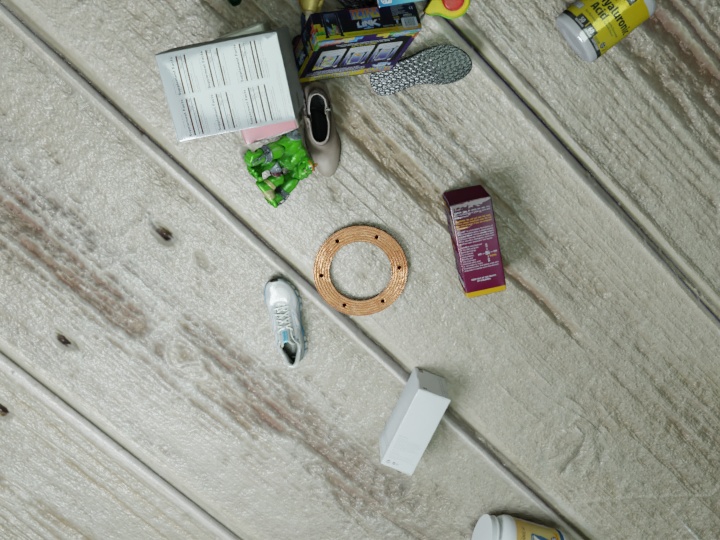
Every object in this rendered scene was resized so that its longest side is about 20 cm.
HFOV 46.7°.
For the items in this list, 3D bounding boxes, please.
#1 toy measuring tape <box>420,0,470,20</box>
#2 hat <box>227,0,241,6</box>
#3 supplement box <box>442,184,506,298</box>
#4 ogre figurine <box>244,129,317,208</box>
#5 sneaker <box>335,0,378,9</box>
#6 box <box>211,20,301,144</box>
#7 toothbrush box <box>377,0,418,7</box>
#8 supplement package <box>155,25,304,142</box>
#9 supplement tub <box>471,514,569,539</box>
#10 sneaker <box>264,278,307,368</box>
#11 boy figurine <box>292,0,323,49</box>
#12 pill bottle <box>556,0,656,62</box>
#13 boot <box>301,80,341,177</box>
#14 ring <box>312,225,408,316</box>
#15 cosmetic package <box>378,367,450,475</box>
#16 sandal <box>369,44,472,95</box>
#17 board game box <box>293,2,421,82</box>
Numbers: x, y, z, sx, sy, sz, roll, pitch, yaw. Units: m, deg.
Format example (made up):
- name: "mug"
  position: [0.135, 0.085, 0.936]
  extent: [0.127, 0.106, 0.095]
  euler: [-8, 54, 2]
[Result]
- name: "toy measuring tape"
  position: [0.151, -0.478, 1.575]
  extent: [0.073, 0.074, 0.200]
  euler: [32, 105, -12]
- name: "hat"
  position: [-0.142, -0.566, 1.471]
  extent: [0.176, 0.166, 0.200]
  euler: [4, 91, 7]
- name: "supplement box"
  position: [0.231, -0.061, 1.696]
  extent: [0.085, 0.110, 0.200]
  euler: [-12, 109, 1]
- name: "ogre figurine"
  position: [-0.153, -0.203, 1.615]
  extent: [0.120, 0.098, 0.200]
  euler: [-39, 140, -7]
- name: "sneaker"
  position: [0.004, -0.499, 1.558]
  extent: [0.200, 0.075, 0.081]
  euler: [31, 105, -13]
- name: "box"
  position: [-0.194, -0.355, 1.571]
  extent: [0.109, 0.128, 0.200]
  euler: [-18, 108, 5]
- name: "toothbrush box"
  position: [0.120, -0.531, 1.455]
  extent: [0.200, 0.147, 0.085]
  euler: [-7, 121, 3]
- name: "supplement package"
  position: [-0.213, -0.319, 1.414]
  extent: [0.200, 0.191, 0.147]
  euler: [-10, 108, 5]
- name: "supplement tub"
  position: [0.368, 0.649, 1.924]
  extent: [0.200, 0.145, 0.145]
  euler: [18, 107, -8]
- name: "sneaker"
  position: [-0.154, 0.115, 1.755]
  extent: [0.075, 0.087, 0.200]
  euler: [-14, 107, 4]
- name: "boy figurine"
  position: [-0.097, -0.495, 1.515]
  extent: [0.064, 0.124, 0.200]
  euler: [-5, 133, -5]
- name: "pill bottle"
  position: [0.477, -0.493, 1.559]
  extent: [0.200, 0.111, 0.111]
  euler: [-39, 106, 10]
- name: "boot"
  position: [-0.076, -0.263, 1.597]
  extent: [0.070, 0.146, 0.200]
  euler: [-12, 109, 0]
- name: "ring"
  position: [0.000, 0.000, 1.757]
  extent: [0.200, 0.019, 0.201]
  euler: [0, 109, -1]
- name: "cosmetic package"
  position: [0.116, 0.327, 1.824]
  extent: [0.081, 0.113, 0.200]
  euler: [23, 108, -9]
- name: "sandal"
  position: [0.117, -0.392, 1.619]
  extent: [0.200, 0.048, 0.075]
  euler: [-8, 111, 14]
- name: "board game box"
  position: [-0.012, -0.407, 1.496]
  extent: [0.200, 0.165, 0.057]
  euler: [-13, 82, -21]
